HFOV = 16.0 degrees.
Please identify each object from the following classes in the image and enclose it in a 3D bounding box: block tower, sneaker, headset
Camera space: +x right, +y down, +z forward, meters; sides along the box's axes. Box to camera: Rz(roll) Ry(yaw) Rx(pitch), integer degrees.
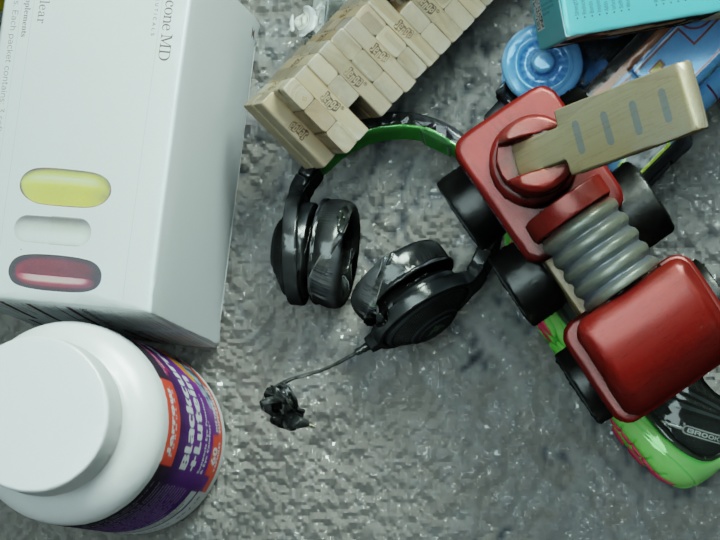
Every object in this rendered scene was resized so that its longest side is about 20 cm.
[{"bbox_3d":[0.026,-0.146,1.458,0.058,0.054,0.200,45,77,-15],"label":"block tower"},{"bbox_3d":[0.148,0.026,1.436,0.084,0.077,0.200,-35,86,-3],"label":"sneaker"},{"bbox_3d":[0.000,0.000,1.451,0.123,0.094,0.200,26,81,14],"label":"headset"}]

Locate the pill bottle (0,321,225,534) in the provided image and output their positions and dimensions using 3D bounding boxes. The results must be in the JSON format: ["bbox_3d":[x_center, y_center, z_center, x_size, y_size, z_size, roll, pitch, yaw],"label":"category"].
[{"bbox_3d":[-0.150,0.087,1.414,0.111,0.200,0.112,-2,82,11],"label":"pill bottle"}]

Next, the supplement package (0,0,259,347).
[{"bbox_3d":[-0.137,-0.067,1.457,0.111,0.156,0.200,5,82,11],"label":"supplement package"}]

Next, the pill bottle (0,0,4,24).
[{"bbox_3d":[-0.232,-0.215,1.474,0.112,0.200,0.113,-2,81,11],"label":"pill bottle"}]

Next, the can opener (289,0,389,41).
[{"bbox_3d":[-0.003,-0.204,1.511,0.066,0.053,0.200,6,84,-23],"label":"can opener"}]

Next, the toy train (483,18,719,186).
[{"bbox_3d":[0.164,-0.126,1.446,0.200,0.087,0.114,-45,85,0],"label":"toy train"}]

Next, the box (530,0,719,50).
[{"bbox_3d":[0.194,-0.161,1.365,0.200,0.082,0.049,-10,91,-5],"label":"box"}]

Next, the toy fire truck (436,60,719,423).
[{"bbox_3d":[0.132,-0.023,1.301,0.129,0.200,0.176,-34,85,1],"label":"toy fire truck"}]
